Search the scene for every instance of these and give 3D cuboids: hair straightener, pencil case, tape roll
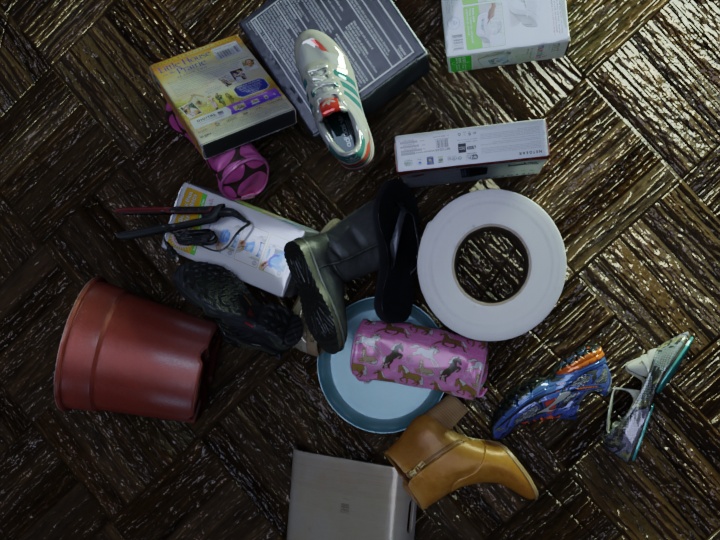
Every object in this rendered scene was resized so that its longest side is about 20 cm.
[{"bbox_3d":[-0.251,-0.053,1.198,0.197,0.041,0.078,-1,90,8],"label":"hair straightener"},{"bbox_3d":[-0.207,-0.182,1.235,0.090,0.094,0.200,-17,50,-28],"label":"pencil case"},{"bbox_3d":[0.086,0.126,1.205,0.197,0.083,0.087,8,134,8],"label":"pencil case"},{"bbox_3d":[0.182,-0.006,1.189,0.200,0.139,0.206,0,90,8],"label":"tape roll"}]

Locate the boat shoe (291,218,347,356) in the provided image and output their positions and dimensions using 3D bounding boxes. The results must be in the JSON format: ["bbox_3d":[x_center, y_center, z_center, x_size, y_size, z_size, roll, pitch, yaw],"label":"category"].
[{"bbox_3d":[-0.049,0.025,1.250,0.064,0.071,0.202,20,95,25],"label":"boat shoe"}]

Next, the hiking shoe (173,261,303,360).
[{"bbox_3d":[-0.185,0.067,1.204,0.199,0.076,0.101,33,135,-7],"label":"hiking shoe"}]

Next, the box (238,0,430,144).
[{"bbox_3d":[-0.032,-0.323,1.230,0.197,0.123,0.201,-34,87,8],"label":"box"}]

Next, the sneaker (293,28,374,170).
[{"bbox_3d":[-0.036,-0.232,1.125,0.070,0.093,0.202,-20,90,7],"label":"sneaker"}]

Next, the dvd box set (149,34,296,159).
[{"bbox_3d":[-0.198,-0.252,1.209,0.145,0.030,0.201,-25,54,-18],"label":"dvd box set"}]

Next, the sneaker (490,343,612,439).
[{"bbox_3d":[0.273,0.187,1.208,0.199,0.075,0.079,-33,88,8],"label":"sneaker"}]

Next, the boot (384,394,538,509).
[{"bbox_3d":[0.140,0.291,1.204,0.144,0.071,0.201,-43,83,-15],"label":"boot"}]

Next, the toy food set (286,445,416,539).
[{"bbox_3d":[-0.015,0.347,1.262,0.197,0.060,0.146,5,90,17],"label":"toy food set"}]

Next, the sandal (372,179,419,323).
[{"bbox_3d":[0.058,-0.028,1.184,0.043,0.075,0.203,-10,78,53],"label":"sandal"}]

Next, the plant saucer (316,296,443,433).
[{"bbox_3d":[0.034,0.140,1.265,0.197,0.027,0.203,0,89,8],"label":"plant saucer"}]

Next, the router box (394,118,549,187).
[{"bbox_3d":[0.154,-0.158,1.174,0.197,0.179,0.050,-6,88,9],"label":"router box"}]

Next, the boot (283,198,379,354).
[{"bbox_3d":[0.002,0.001,1.208,0.072,0.199,0.184,-7,102,49],"label":"boot"}]

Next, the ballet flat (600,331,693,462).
[{"bbox_3d":[0.395,0.167,1.193,0.071,0.072,0.202,26,92,8],"label":"ballet flat"}]

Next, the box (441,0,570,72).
[{"bbox_3d":[0.200,-0.403,1.211,0.174,0.097,0.203,-6,88,8],"label":"box"}]

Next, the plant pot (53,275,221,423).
[{"bbox_3d":[-0.315,0.129,1.243,0.193,0.201,0.203,14,91,0],"label":"plant pot"}]

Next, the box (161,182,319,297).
[{"bbox_3d":[-0.173,-0.045,1.254,0.198,0.112,0.102,22,94,9],"label":"box"}]
